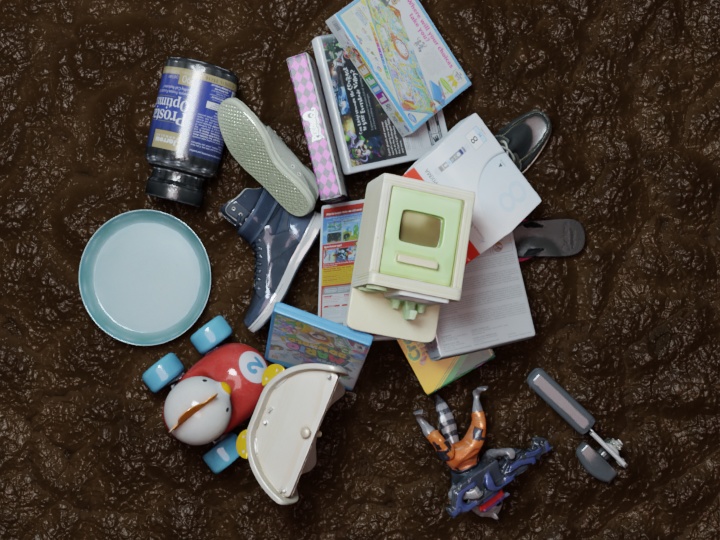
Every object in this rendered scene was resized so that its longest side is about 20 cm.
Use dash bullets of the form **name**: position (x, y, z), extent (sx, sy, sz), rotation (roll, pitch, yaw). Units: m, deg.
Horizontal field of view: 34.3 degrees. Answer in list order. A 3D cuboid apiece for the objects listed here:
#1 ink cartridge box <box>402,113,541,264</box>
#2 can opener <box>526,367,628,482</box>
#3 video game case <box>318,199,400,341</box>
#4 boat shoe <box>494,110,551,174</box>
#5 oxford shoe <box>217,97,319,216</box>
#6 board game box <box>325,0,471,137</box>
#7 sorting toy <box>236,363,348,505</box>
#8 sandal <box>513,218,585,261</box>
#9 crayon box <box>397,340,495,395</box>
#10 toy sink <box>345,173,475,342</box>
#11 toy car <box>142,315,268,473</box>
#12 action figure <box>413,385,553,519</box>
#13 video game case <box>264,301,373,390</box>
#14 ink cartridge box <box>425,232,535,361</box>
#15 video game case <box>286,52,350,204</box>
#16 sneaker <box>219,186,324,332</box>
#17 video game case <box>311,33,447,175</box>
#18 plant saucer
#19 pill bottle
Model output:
- **ink cartridge box**: position (0.138, -0.097, 1.634), extent (0.200, 0.047, 0.161), rotation (-43, 101, -24)
- **can opener**: position (0.319, 0.229, 1.731), extent (0.066, 0.053, 0.200), rotation (-42, 90, 1)
- **video game case**: position (0.000, 0.000, 1.653), extent (0.142, 0.017, 0.202), rotation (-6, 78, 37)
- **boat shoe**: position (0.208, -0.161, 1.724), extent (0.200, 0.068, 0.072), rotation (-41, 90, -2)
- **oxford shoe**: position (-0.130, -0.167, 1.679), extent (0.200, 0.058, 0.075), rotation (49, 134, -9)
- **board game box**: position (0.058, -0.315, 1.696), extent (0.134, 0.034, 0.201), rotation (-39, 102, -25)
- **sorting toy**: position (-0.080, 0.221, 1.675), extent (0.106, 0.180, 0.202), rotation (22, 89, 23)
- **sandal**: position (0.237, -0.045, 1.734), extent (0.198, 0.045, 0.076), rotation (-7, 92, 0)
- **crayon box**: position (0.099, 0.067, 1.729), extent (0.118, 0.058, 0.201), rotation (-29, 90, 0)
- **toy sink**: position (0.065, -0.013, 1.542), extent (0.129, 0.112, 0.202), rotation (11, 84, -12)
- **toy car**: position (-0.212, 0.184, 1.662), extent (0.176, 0.200, 0.185), rotation (-37, 90, 0)
- **action figure**: position (0.178, 0.271, 1.731), extent (0.198, 0.104, 0.196), rotation (-20, 97, -27)
- **video game case**: position (-0.063, 0.111, 1.666), extent (0.142, 0.200, 0.018), rotation (19, 66, 0)
- **ink cartridge box**: position (0.156, 0.015, 1.678), extent (0.161, 0.057, 0.202), rotation (-11, 82, -23)
- **video game case**: position (-0.057, -0.196, 1.668), extent (0.035, 0.181, 0.202), rotation (-14, 91, 4)
- **sneaker**: position (-0.158, -0.025, 1.714), extent (0.145, 0.077, 0.204), rotation (29, 81, -11)
- **video game case**: position (0.033, -0.254, 1.709), extent (0.180, 0.023, 0.202), rotation (-14, 91, -27)
- **plant saucer**: position (-0.321, 0.010, 1.748), extent (0.198, 0.027, 0.203), rotation (0, 91, 0)
- **pill bottle**: position (-0.251, -0.200, 1.704), extent (0.111, 0.112, 0.202), rotation (13, 90, 0)
